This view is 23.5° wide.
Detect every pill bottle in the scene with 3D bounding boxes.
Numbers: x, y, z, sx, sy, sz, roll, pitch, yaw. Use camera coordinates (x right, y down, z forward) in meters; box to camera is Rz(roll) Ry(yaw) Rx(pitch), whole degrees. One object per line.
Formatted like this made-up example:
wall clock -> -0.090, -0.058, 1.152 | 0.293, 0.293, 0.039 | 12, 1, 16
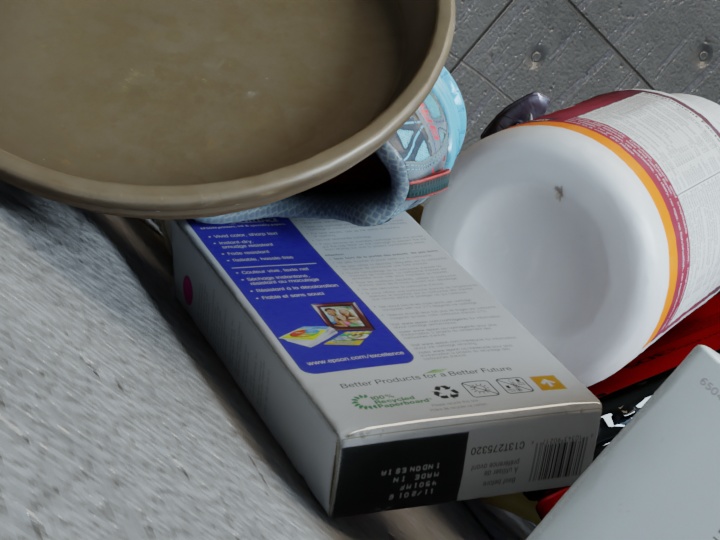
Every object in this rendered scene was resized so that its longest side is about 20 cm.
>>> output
pill bottle -> 0.113, -0.022, 0.777 | 0.109, 0.110, 0.200 | 42, 27, 13

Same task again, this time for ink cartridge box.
ink cartridge box -> -0.004, 0.016, 0.615 | 0.094, 0.037, 0.200 | -4, 29, -24

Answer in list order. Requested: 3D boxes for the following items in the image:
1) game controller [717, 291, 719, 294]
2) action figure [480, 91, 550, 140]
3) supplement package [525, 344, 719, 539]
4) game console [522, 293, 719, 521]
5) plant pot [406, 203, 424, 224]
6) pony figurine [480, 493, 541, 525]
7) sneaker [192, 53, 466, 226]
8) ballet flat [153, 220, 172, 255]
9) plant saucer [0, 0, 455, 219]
game controller -> 0.204, 0.083, 0.901 | 0.201, 0.104, 0.042 | 52, 32, -4
action figure -> 0.100, 0.007, 0.959 | 0.130, 0.069, 0.202 | 29, 47, -38
supplement package -> 0.120, 0.107, 0.552 | 0.117, 0.117, 0.200 | 42, 7, 14
game console -> 0.150, 0.092, 0.755 | 0.172, 0.198, 0.120 | 2, -71, 66
plant pot -> 0.000, 0.000, 0.859 | 0.200, 0.027, 0.200 | 43, -16, 16
pony figurine -> 0.181, 0.141, 0.818 | 0.192, 0.167, 0.200 | -13, 50, -45
sneaker -> -0.061, -0.064, 0.640 | 0.197, 0.080, 0.096 | 10, 27, 6
ballet flat -> -0.028, 0.003, 0.705 | 0.200, 0.072, 0.072 | 41, 4, 12
plant saucer -> -0.066, -0.088, 0.607 | 0.200, 0.199, 0.030 | 44, -31, 30
